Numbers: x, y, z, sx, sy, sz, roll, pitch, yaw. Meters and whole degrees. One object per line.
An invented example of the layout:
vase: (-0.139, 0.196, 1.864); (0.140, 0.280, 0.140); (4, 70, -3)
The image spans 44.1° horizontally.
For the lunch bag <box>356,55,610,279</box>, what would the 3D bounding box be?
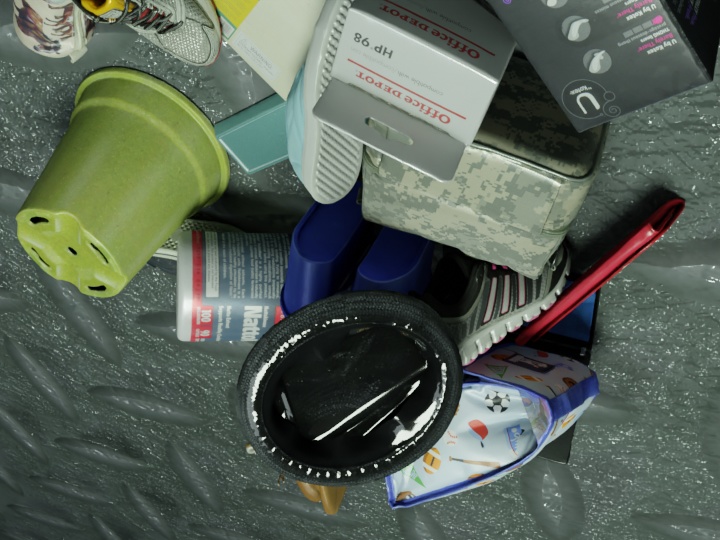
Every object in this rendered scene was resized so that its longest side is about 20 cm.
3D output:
lunch bag: (0.096, -0.087, 0.766); (0.196, 0.141, 0.170); (20, 138, 8)

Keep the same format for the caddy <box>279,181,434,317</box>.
caddy: (0.000, 0.000, 0.899); (0.139, 0.201, 0.107); (16, 126, 12)

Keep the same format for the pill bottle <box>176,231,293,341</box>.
pill bottle: (-0.106, 0.018, 0.997); (0.195, 0.122, 0.120); (0, 146, -13)

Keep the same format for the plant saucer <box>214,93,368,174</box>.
plant saucer: (-0.073, -0.147, 0.908); (0.198, 0.019, 0.070); (-14, 127, 44)

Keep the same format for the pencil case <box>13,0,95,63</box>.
pencil case: (-0.276, -0.287, 0.814); (0.090, 0.077, 0.201); (49, 145, 13)

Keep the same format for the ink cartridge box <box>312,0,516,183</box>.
ink cartridge box: (0.055, -0.172, 0.639); (0.114, 0.202, 0.067); (25, 144, 1)

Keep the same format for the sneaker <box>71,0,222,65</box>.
sneaker: (-0.199, -0.231, 0.750); (0.077, 0.084, 0.199); (-25, 141, 32)

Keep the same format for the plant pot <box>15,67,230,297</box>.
plant pot: (-0.271, -0.082, 0.970); (0.197, 0.186, 0.202); (17, 143, 14)

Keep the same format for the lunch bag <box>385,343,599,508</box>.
lunch bag: (0.131, 0.147, 0.902); (0.197, 0.169, 0.126); (-23, 83, 31)

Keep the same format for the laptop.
laptop: (0.160, 0.095, 0.980); (0.174, 0.205, 0.103); (13, 179, 19)

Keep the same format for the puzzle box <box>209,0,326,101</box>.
puzzle box: (-0.070, -0.230, 0.783); (0.200, 0.026, 0.132); (44, 141, -13)

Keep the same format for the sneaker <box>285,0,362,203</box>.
sneaker: (-0.034, -0.160, 0.757); (0.082, 0.073, 0.203); (45, 135, 36)

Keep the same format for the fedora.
fedora: (-0.011, 0.090, 0.784); (0.196, 0.092, 0.205); (-2, 112, -5)

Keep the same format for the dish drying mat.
dish drying mat: (0.222, 0.006, 0.840); (0.018, 0.077, 0.200); (45, 136, 7)

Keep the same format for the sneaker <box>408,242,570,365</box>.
sneaker: (0.120, 0.011, 0.842); (0.073, 0.198, 0.089); (15, 135, 60)

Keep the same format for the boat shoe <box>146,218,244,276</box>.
boat shoe: (-0.196, -0.020, 1.094); (0.196, 0.076, 0.063); (15, 155, 8)

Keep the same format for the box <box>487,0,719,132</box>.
box: (0.150, -0.216, 0.591); (0.105, 0.123, 0.200); (-17, 125, 43)

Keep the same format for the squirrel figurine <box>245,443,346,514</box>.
squirrel figurine: (-0.087, 0.238, 1.317); (0.184, 0.141, 0.203); (4, 125, 44)
